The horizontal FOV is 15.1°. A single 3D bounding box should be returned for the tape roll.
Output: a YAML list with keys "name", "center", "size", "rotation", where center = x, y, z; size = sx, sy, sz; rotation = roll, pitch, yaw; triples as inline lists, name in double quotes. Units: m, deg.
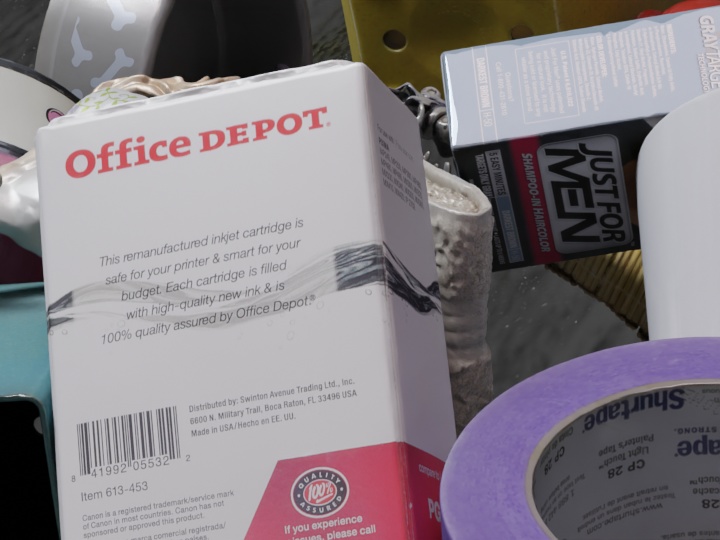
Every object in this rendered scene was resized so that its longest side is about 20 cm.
- name: "tape roll"
  center: [0.130, 0.111, 1.006]
  size: [0.200, 0.085, 0.200]
  rotation: [-3, 31, 2]

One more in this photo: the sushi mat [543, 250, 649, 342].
- name: "sushi mat"
  center: [0.140, -0.036, 1.376]
  size: [0.096, 0.012, 0.200]
  rotation: [38, 36, -3]

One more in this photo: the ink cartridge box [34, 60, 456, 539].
- name: "ink cartridge box"
  center: [-0.044, 0.032, 1.083]
  size: [0.145, 0.200, 0.084]
  rotation: [-11, -16, 17]

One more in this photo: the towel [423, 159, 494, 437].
- name: "towel"
  center: [0.000, 0.000, 1.285]
  size: [0.034, 0.133, 0.200]
  rotation: [-18, 30, -30]

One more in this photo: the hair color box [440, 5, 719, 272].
- name: "hair color box"
  center: [0.144, -0.064, 1.249]
  size: [0.200, 0.099, 0.061]
  rotation: [-9, 54, 6]

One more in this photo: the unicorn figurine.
- name: "unicorn figurine"
  center: [-0.121, -0.040, 1.221]
  size: [0.137, 0.074, 0.200]
  rotation: [14, 20, 12]

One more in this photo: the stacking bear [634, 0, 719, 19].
- name: "stacking bear"
  center: [0.249, -0.124, 1.472]
  size: [0.200, 0.121, 0.114]
  rotation: [-11, 19, 17]

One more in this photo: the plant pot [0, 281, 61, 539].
- name: "plant pot"
  center: [-0.169, 0.083, 1.186]
  size: [0.141, 0.141, 0.200]
  rotation: [-4, 20, 10]

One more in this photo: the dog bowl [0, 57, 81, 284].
- name: "dog bowl"
  center: [-0.210, -0.008, 1.312]
  size: [0.200, 0.200, 0.074]
  rotation: [-10, 45, 0]

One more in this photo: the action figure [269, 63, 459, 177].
- name: "action figure"
  center: [0.018, -0.053, 1.415]
  size: [0.200, 0.102, 0.119]
  rotation: [-1, 27, -18]

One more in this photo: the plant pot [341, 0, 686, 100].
- name: "plant pot"
  center: [0.073, -0.180, 1.543]
  size: [0.195, 0.194, 0.200]
  rotation: [0, 34, 17]

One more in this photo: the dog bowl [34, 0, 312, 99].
- name: "dog bowl"
  center: [-0.091, -0.096, 1.418]
  size: [0.059, 0.200, 0.200]
  rotation: [11, 34, 27]

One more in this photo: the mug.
- name: "mug"
  center: [0.200, 0.015, 1.153]
  size: [0.187, 0.149, 0.153]
  rotation: [-23, 45, 40]
